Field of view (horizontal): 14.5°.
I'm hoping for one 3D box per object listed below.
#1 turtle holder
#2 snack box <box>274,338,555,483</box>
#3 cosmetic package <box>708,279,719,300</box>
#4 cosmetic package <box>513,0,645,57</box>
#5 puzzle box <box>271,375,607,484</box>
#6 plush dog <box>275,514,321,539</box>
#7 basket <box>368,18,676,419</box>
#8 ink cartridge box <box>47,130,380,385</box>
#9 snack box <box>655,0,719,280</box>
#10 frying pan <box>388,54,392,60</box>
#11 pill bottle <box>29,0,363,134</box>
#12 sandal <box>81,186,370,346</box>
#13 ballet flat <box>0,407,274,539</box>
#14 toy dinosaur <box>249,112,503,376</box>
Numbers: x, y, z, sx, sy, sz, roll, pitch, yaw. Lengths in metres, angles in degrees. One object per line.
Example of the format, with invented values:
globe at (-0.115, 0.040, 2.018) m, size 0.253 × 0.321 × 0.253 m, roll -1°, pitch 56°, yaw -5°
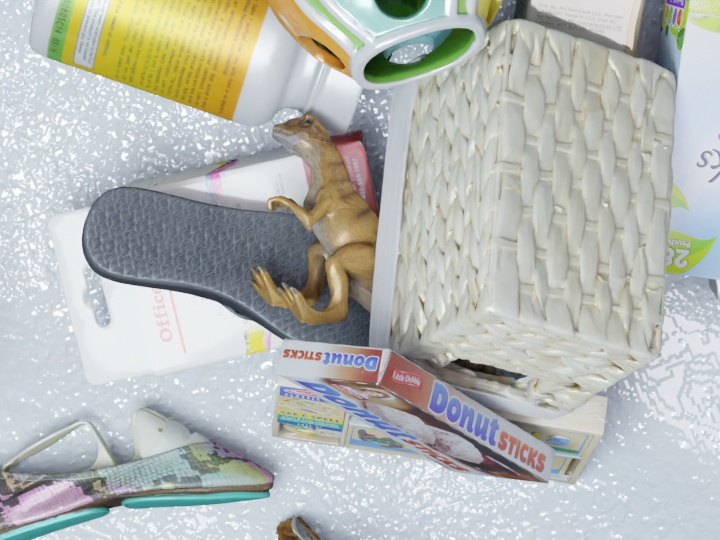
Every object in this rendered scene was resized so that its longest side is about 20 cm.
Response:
turtle holder at (0.032, -0.179, 1.591) m, size 0.185 × 0.141 × 0.132 m, roll -9°, pitch 68°, yaw -24°
snack box at (0.035, 0.082, 1.627) m, size 0.072 × 0.200 × 0.024 m, roll 5°, pitch 74°, yaw 35°
cosmetic package at (0.250, -0.086, 1.746) m, size 0.082 × 0.051 × 0.201 m, roll -6°, pitch 100°, yaw 1°
cosmetic package at (0.141, -0.222, 1.699) m, size 0.073 × 0.104 × 0.201 m, roll 9°, pitch 101°, yaw -2°
puzzle box at (0.046, 0.090, 1.739) m, size 0.199 × 0.133 × 0.026 m, roll 9°, pitch 72°, yaw 0°
plush dog at (-0.056, 0.261, 1.767) m, size 0.172 × 0.200 × 0.160 m, roll -43°, pitch 63°, yaw -2°
basket at (0.096, -0.032, 1.632) m, size 0.135 × 0.123 × 0.201 m, roll 15°, pitch 66°, yaw -25°
ink cartridge box at (-0.083, -0.007, 1.756) m, size 0.199 × 0.068 × 0.117 m, roll -12°, pitch 99°, yaw 1°
snack box at (0.258, -0.091, 1.683) m, size 0.168 × 0.068 × 0.201 m, roll 6°, pitch 100°, yaw -8°
frying pan at (0.029, -0.218, 1.730) m, size 0.190 × 0.031 × 0.115 m, roll -44°, pitch 74°, yaw 24°
pill bottle at (-0.090, -0.152, 1.709) m, size 0.199 × 0.111 × 0.111 m, roll 19°, pitch 99°, yaw -2°
sandal at (-0.069, -0.003, 1.701) m, size 0.200 × 0.043 × 0.076 m, roll 20°, pitch 77°, yaw -5°
ballet flat at (-0.156, 0.126, 1.787) m, size 0.199 × 0.069 × 0.071 m, roll -11°, pitch 80°, yaw 3°
toy dinosaur at (0.000, 0.000, 1.660) m, size 0.106 × 0.060 × 0.200 m, roll -31°, pitch 90°, yaw -20°
